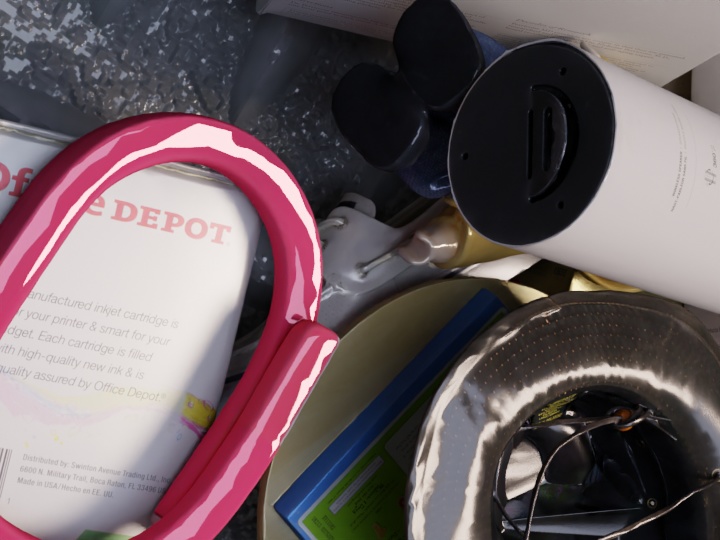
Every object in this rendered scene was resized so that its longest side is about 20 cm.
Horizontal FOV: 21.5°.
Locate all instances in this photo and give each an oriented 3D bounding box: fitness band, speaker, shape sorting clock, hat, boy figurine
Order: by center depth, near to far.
[{"bbox_3d":[-0.092,0.033,0.760,0.143,0.037,0.201,36,80,-24],"label":"fitness band"},{"bbox_3d":[0.125,-0.031,0.774,0.199,0.081,0.082,14,92,-48],"label":"speaker"},{"bbox_3d":[0.088,0.109,0.817,0.199,0.081,0.202,2,85,-27],"label":"hat"},{"bbox_3d":[0.071,-0.041,0.830,0.124,0.065,0.200,-44,138,13],"label":"boy figurine"},{"bbox_3d":[0.044,0.102,0.859,0.199,0.039,0.202,-2,95,-25],"label":"shape sorting clock"}]

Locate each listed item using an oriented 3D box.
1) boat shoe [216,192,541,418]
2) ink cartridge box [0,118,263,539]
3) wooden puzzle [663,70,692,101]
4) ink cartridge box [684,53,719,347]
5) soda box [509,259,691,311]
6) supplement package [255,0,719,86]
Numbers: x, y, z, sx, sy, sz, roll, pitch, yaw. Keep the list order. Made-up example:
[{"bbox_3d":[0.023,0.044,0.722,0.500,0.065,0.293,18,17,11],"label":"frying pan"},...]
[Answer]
[{"bbox_3d":[0.000,0.000,0.876,0.199,0.071,0.070,-29,101,-21],"label":"boat shoe"},{"bbox_3d":[-0.138,0.041,0.804,0.144,0.087,0.201,13,94,-27],"label":"ink cartridge box"},{"bbox_3d":[0.150,-0.125,0.948,0.185,0.037,0.201,36,87,-26],"label":"wooden puzzle"},{"bbox_3d":[0.236,-0.011,0.915,0.144,0.084,0.202,9,80,-29],"label":"ink cartridge box"},{"bbox_3d":[0.162,0.049,0.958,0.199,0.068,0.064,16,90,-27],"label":"soda box"},{"bbox_3d":[0.077,-0.179,0.775,0.190,0.200,0.148,10,79,-14],"label":"supplement package"}]
